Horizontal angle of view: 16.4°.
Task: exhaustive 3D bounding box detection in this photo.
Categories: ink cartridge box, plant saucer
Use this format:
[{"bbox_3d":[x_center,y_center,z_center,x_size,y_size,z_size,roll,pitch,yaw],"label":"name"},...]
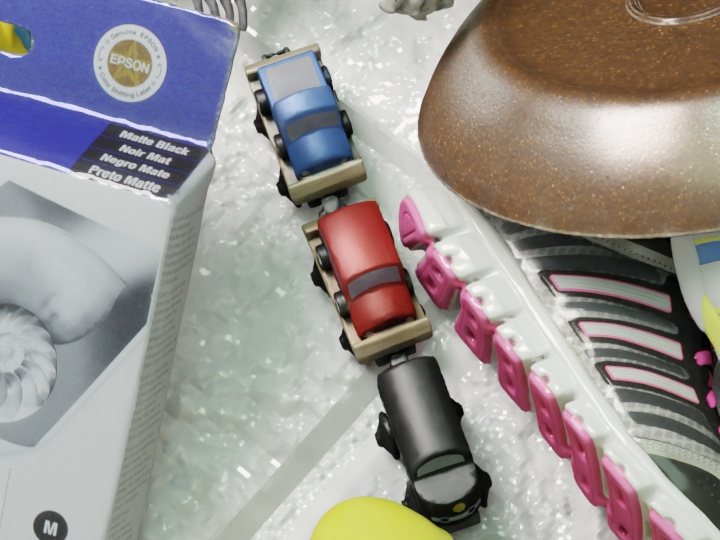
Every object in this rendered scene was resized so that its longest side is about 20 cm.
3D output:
[{"bbox_3d":[-0.155,-0.011,0.864,0.199,0.041,0.200,15,104,12],"label":"ink cartridge box"},{"bbox_3d":[0.114,-0.081,0.855,0.200,0.037,0.200,-12,32,7],"label":"plant saucer"}]

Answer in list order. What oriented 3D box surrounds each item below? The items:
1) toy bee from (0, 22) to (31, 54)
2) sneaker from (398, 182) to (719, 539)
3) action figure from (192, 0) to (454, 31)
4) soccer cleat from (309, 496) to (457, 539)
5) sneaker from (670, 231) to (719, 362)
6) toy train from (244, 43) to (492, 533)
[{"bbox_3d":[-0.161,-0.109,0.927,0.200,0.109,0.131,-40,71,-11],"label":"toy bee"},{"bbox_3d":[0.100,0.030,0.859,0.087,0.074,0.200,-35,67,-9],"label":"sneaker"},{"bbox_3d":[0.025,-0.146,0.884,0.119,0.200,0.102,-30,95,-42],"label":"action figure"},{"bbox_3d":[0.041,0.153,0.806,0.065,0.084,0.200,-25,67,-6],"label":"soccer cleat"},{"bbox_3d":[0.190,0.034,0.799,0.200,0.105,0.076,46,64,-6],"label":"sneaker"},{"bbox_3d":[0.000,0.000,0.896,0.034,0.046,0.200,-20,66,-3],"label":"toy train"}]
